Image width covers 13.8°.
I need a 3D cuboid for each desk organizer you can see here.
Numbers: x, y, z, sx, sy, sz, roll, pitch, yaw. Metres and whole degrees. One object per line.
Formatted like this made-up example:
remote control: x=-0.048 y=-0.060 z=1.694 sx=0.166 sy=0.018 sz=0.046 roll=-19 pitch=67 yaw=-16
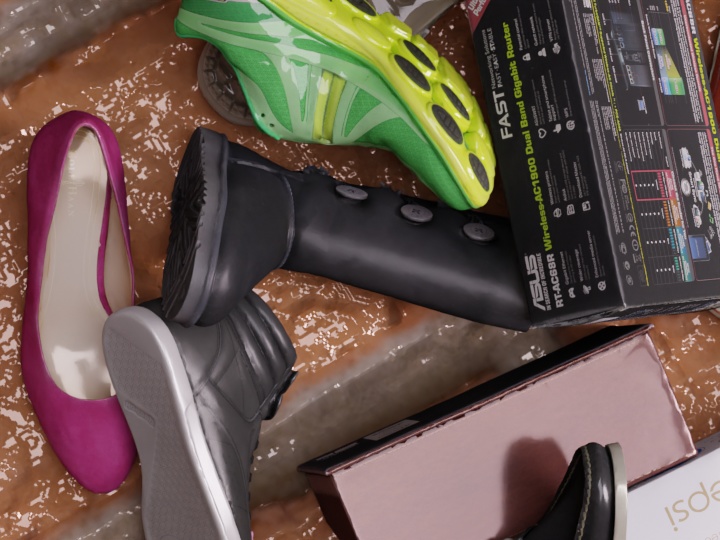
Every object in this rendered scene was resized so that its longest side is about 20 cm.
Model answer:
desk organizer: x=0.076 y=0.103 z=1.621 sx=0.200 sy=0.072 sz=0.077 roll=-23 pitch=93 yaw=-13

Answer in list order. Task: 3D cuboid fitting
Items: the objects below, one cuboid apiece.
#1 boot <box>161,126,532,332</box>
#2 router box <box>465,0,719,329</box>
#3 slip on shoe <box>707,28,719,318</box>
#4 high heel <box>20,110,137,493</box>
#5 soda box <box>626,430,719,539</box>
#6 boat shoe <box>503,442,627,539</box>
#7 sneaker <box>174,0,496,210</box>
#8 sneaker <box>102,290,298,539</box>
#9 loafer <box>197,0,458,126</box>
boot: x=0.000 y=-0.001 z=1.575 sx=0.200 sy=0.165 sz=0.066 roll=19 pitch=121 yaw=-11
router box: x=0.135 y=-0.072 z=1.606 sx=0.150 sy=0.062 sz=0.200 roll=-4 pitch=82 yaw=-55
slip on shoe: x=0.224 y=-0.070 z=1.672 sx=0.074 sy=0.061 sz=0.200 roll=11 pitch=86 yaw=-13
high heel: x=-0.142 y=0.017 z=1.566 sx=0.067 sy=0.096 sz=0.200 roll=-1 pitch=86 yaw=-13
soda box: x=0.209 y=0.123 z=1.649 sx=0.200 sy=0.068 sz=0.064 roll=-24 pitch=91 yaw=-13
boat shoe: x=0.091 y=0.173 z=1.572 sx=0.067 sy=0.072 sz=0.200 roll=12 pitch=124 yaw=-14
sneaker: x=-0.012 y=-0.098 z=1.568 sx=0.200 sy=0.074 sz=0.084 roll=39 pitch=117 yaw=2
sneaker: x=-0.068 y=0.097 z=1.590 sx=0.099 sy=0.071 sz=0.200 roll=-29 pitch=114 yaw=-41
loafer: x=0.003 y=-0.142 z=1.628 sx=0.200 sy=0.068 sz=0.076 roll=-31 pitch=86 yaw=3
